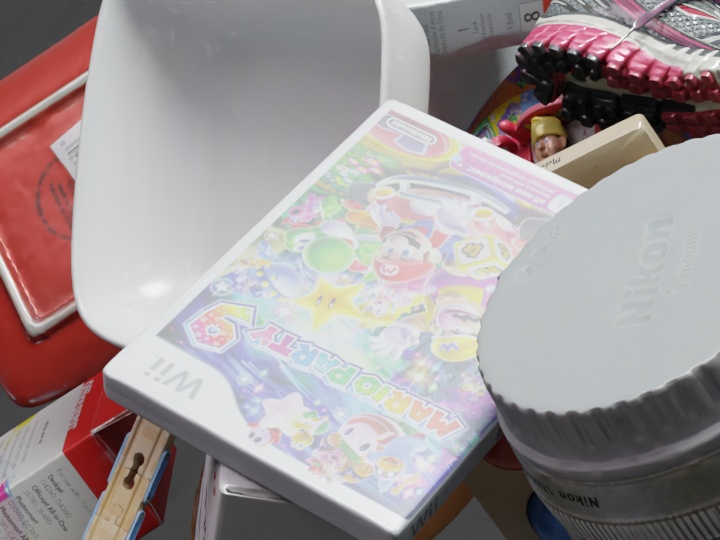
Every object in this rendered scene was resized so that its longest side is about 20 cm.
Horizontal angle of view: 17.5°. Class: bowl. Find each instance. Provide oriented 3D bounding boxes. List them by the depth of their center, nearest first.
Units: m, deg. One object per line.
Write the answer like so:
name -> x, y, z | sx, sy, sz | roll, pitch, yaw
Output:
bowl -> -0.047, -0.049, 1.146 | 0.200, 0.075, 0.201 | 10, 95, 38

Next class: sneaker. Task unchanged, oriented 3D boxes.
sneaker -> 0.173, -0.103, 1.123 | 0.199, 0.081, 0.075 | 20, 65, 28

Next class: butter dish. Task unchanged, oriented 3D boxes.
butter dish -> -0.149, -0.032, 1.458 | 0.199, 0.148, 0.200 | -32, 70, 10

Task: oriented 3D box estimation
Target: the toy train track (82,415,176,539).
toy train track -> -0.137, 0.141, 1.190 | 0.114, 0.033, 0.201 | 25, 91, 30

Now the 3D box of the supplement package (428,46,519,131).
supplement package -> 0.021, -0.130, 1.380 | 0.111, 0.156, 0.200 | -18, 33, 31

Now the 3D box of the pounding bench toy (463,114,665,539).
pounding bench toy -> 0.138, 0.025, 1.045 | 0.200, 0.124, 0.156 | -26, 30, 19

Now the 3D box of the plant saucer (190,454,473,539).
plant saucer -> -0.010, 0.089, 1.214 | 0.200, 0.037, 0.200 | -29, 29, 18

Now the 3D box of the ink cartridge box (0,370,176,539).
ink cartridge box -> -0.170, 0.125, 1.287 | 0.200, 0.067, 0.116 | -33, 14, 9

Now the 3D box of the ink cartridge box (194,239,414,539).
ink cartridge box -> -0.027, 0.108, 1.011 | 0.086, 0.200, 0.147 | 5, 44, -4

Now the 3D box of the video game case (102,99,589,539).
video game case -> 0.013, 0.016, 0.946 | 0.143, 0.018, 0.200 | 27, 51, 24

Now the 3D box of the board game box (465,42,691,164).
board game box -> 0.099, -0.043, 1.200 | 0.200, 0.039, 0.158 | 38, 99, 49

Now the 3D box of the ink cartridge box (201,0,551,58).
ink cartridge box -> 0.011, -0.174, 1.272 | 0.199, 0.050, 0.163 | -13, 45, 4

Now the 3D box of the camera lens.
camera lens -> 0.154, 0.069, 0.878 | 0.160, 0.200, 0.160 | -27, 29, 17
